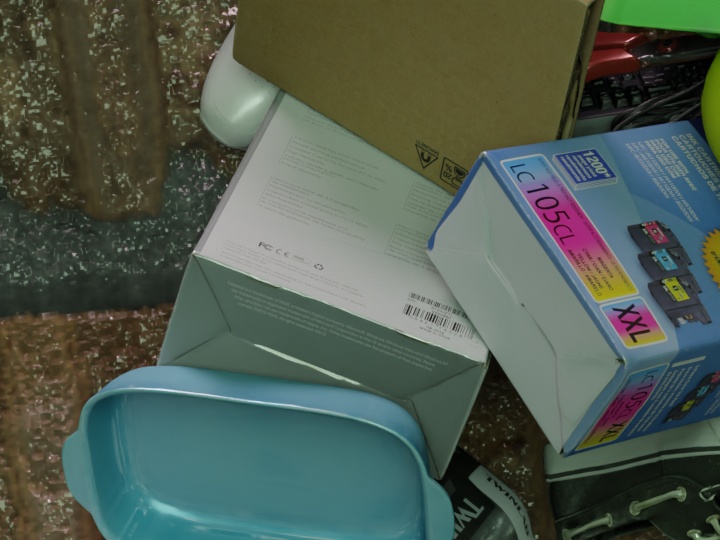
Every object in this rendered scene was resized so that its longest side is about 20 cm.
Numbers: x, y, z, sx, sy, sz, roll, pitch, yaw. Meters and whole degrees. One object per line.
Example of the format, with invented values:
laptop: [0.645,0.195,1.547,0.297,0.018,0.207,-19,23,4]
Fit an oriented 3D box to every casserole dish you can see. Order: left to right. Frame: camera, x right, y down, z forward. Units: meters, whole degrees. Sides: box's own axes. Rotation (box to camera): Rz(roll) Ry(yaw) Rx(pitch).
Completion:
casserole dish: [-0.047,0.099,1.446,0.199,0.122,0.039,6,39,14]

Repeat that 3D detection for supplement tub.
supplement tub: [0.002,0.129,1.541,0.200,0.123,0.123,38,85,7]

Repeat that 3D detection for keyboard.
keyboard: [0.186,-0.105,1.576,0.199,0.104,0.040,-10,117,1]

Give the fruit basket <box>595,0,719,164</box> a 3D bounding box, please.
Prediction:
fruit basket: [0.222,-0.118,1.442,0.214,0.156,0.217,7,111,18]

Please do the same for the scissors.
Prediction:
scissors: [0.151,-0.111,1.565,0.199,0.014,0.073,7,44,36]

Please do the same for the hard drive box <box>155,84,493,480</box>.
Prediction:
hard drive box: [0.000,0.000,1.514,0.155,0.200,0.077,21,122,2]

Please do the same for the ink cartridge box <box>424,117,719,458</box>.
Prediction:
ink cartridge box: [0.150,0.001,1.456,0.199,0.076,0.137,-10,57,-41]

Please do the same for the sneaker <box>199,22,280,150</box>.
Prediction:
sneaker: [-0.013,-0.147,1.601,0.076,0.081,0.200,45,89,5]

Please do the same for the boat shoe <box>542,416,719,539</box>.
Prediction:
boat shoe: [0.177,0.110,1.523,0.070,0.200,0.064,3,78,-41]

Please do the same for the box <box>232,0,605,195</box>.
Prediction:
box: [0.025,-0.123,1.490,0.200,0.164,0.021,32,49,20]
